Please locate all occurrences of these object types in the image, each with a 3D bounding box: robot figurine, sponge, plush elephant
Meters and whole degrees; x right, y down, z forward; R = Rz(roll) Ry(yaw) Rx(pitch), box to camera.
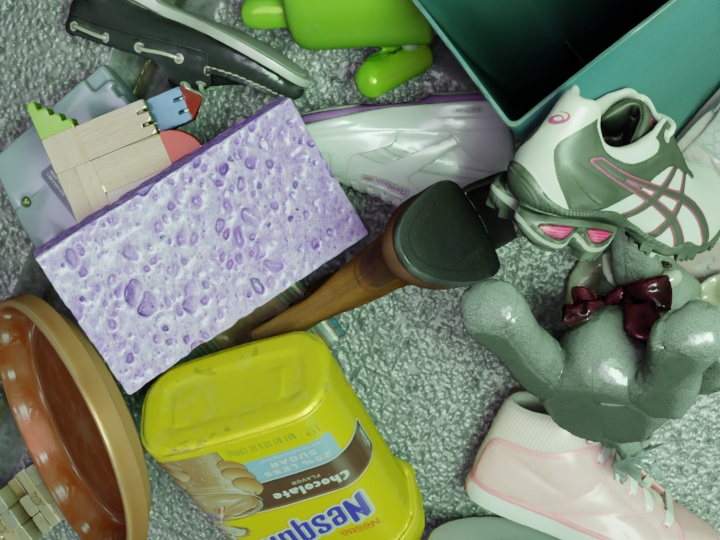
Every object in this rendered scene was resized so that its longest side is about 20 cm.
[{"bbox_3d":[0.013,-0.217,0.749,0.198,0.116,0.177,-2,121,6],"label":"robot figurine"},{"bbox_3d":[-0.103,-0.019,0.715,0.199,0.030,0.112,-34,110,-13],"label":"sponge"},{"bbox_3d":[0.185,0.032,0.726,0.164,0.156,0.200,1,142,30],"label":"plush elephant"}]

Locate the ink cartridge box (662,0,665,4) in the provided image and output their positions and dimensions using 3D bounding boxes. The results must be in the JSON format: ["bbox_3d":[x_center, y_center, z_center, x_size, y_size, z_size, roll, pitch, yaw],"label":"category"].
[{"bbox_3d":[0.294,-0.124,0.701,0.050,0.109,0.200,-45,109,-8],"label":"ink cartridge box"}]

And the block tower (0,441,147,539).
[{"bbox_3d":[-0.265,0.187,0.875,0.199,0.058,0.054,-37,92,12],"label":"block tower"}]

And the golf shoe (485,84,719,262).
[{"bbox_3d":[0.167,-0.057,0.626,0.077,0.199,0.089,46,125,35],"label":"golf shoe"}]

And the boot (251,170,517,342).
[{"bbox_3d":[0.000,0.000,0.721,0.199,0.188,0.069,-25,99,29],"label":"boot"}]

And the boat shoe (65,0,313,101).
[{"bbox_3d":[-0.132,-0.165,0.798,0.199,0.074,0.061,26,101,6],"label":"boat shoe"}]

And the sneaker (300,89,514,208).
[{"bbox_3d":[0.018,-0.077,0.791,0.198,0.075,0.101,-4,102,9],"label":"sneaker"}]

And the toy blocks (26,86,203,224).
[{"bbox_3d":[-0.129,-0.048,0.758,0.136,0.100,0.201,-23,98,-3],"label":"toy blocks"}]

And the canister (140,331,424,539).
[{"bbox_3d":[-0.052,0.142,0.770,0.147,0.087,0.201,-17,136,12],"label":"canister"}]

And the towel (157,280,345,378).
[{"bbox_3d":[-0.128,0.022,0.851,0.147,0.022,0.200,-42,92,11],"label":"towel"}]

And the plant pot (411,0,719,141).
[{"bbox_3d":[0.147,-0.141,0.694,0.141,0.200,0.142,-37,59,10],"label":"plant pot"}]

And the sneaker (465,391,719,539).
[{"bbox_3d":[0.186,0.153,0.801,0.199,0.075,0.105,18,105,9],"label":"sneaker"}]

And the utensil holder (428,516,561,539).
[{"bbox_3d":[0.111,0.306,0.788,0.168,0.170,0.202,8,98,6],"label":"utensil holder"}]

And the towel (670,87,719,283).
[{"bbox_3d":[0.290,-0.024,0.722,0.199,0.191,0.032,32,59,5],"label":"towel"}]

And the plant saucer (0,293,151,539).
[{"bbox_3d":[-0.202,0.110,0.754,0.032,0.200,0.202,-24,96,-31],"label":"plant saucer"}]

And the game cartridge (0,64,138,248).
[{"bbox_3d":[-0.181,-0.037,0.819,0.133,0.042,0.200,-37,94,14],"label":"game cartridge"}]
